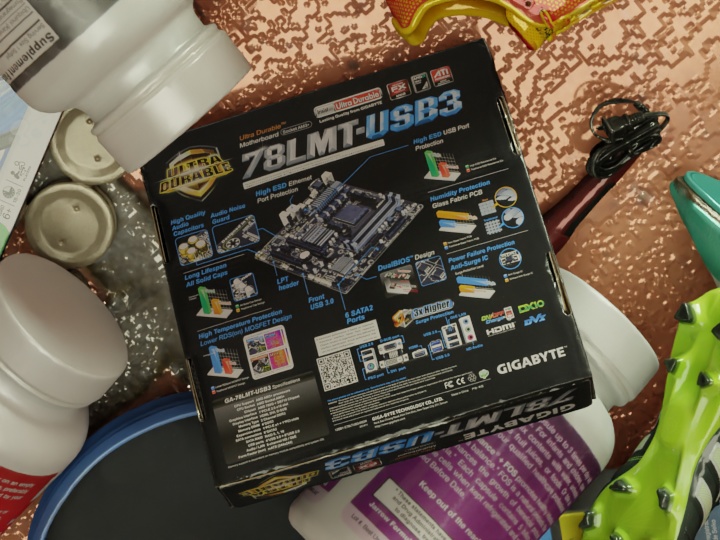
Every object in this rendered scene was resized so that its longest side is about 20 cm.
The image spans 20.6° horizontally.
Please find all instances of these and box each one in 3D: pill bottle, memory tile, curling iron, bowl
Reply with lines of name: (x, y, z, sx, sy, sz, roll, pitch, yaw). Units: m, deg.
pill bottle: (0.065, 0.097, 1.064, 0.200, 0.112, 0.112, -46, 104, -8)
pill bottle: (-0.217, 0.088, 1.047, 0.112, 0.112, 0.200, 40, 112, -13)
pill bottle: (-0.147, -0.148, 0.953, 0.111, 0.111, 0.200, -39, 100, 10)
memory tile: (-0.213, -0.018, 1.084, 0.152, 0.017, 0.201, 16, 107, -7)
curling iron: (0.093, -0.020, 1.087, 0.200, 0.026, 0.049, -47, 140, 15)
bowl: (-0.092, 0.159, 1.099, 0.200, 0.039, 0.202, -9, 114, -21)

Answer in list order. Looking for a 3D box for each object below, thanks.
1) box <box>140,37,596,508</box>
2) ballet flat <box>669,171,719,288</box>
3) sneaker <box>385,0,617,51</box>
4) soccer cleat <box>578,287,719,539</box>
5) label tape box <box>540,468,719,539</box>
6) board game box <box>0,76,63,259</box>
box: (0.000, 0.000, 1.024, 0.199, 0.050, 0.199, -17, 66, 2)
ballet flat: (0.246, 0.017, 1.088, 0.199, 0.067, 0.071, 25, 117, -8)
sneaker: (0.111, -0.153, 1.020, 0.199, 0.073, 0.078, -8, 82, 11)
soccer cleat: (0.177, 0.105, 1.050, 0.081, 0.067, 0.201, 12, 105, -40)
label tape box: (0.178, 0.187, 1.132, 0.199, 0.063, 0.145, -6, 108, 14)
board game box: (-0.211, -0.120, 1.027, 0.135, 0.034, 0.201, 23, 96, -8)
